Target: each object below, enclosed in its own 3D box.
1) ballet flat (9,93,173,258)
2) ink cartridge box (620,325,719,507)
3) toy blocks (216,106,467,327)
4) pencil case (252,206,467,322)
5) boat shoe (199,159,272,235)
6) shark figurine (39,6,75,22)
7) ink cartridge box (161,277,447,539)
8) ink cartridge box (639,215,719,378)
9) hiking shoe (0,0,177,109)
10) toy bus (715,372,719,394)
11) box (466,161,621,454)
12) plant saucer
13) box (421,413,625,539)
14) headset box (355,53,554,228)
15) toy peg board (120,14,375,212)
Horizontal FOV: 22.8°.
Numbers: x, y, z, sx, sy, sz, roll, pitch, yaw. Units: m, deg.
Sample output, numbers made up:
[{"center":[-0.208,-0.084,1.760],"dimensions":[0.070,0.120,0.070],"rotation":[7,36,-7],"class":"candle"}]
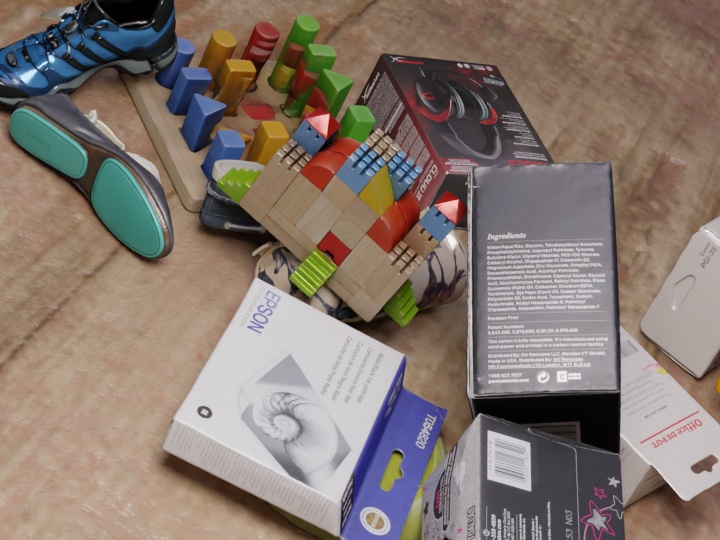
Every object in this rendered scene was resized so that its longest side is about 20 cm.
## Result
[{"center":[-0.220,-0.090,1.570],"dimensions":[0.200,0.073,0.073],"rotation":[40,39,17],"class":"ballet flat"},{"center":[0.237,0.136,1.600],"dimensions":[0.117,0.067,0.200],"rotation":[-19,57,-43],"class":"ink cartridge box"},{"center":[-0.005,-0.056,1.480],"dimensions":[0.200,0.137,0.100],"rotation":[42,44,1],"class":"toy blocks"},{"center":[0.000,0.000,1.595],"dimensions":[0.199,0.078,0.090],"rotation":[-9,60,-39],"class":"pencil case"},{"center":[-0.055,-0.051,1.630],"dimensions":[0.199,0.062,0.075],"rotation":[7,26,-39],"class":"boat shoe"},{"center":[-0.252,-0.275,1.757],"dimensions":[0.127,0.090,0.215],"rotation":[-20,42,-4],"class":"shark figurine"},{"center":[-0.033,0.115,1.426],"dimensions":[0.199,0.041,0.200],"rotation":[28,38,-2],"class":"ink cartridge box"},{"center":[0.383,0.003,1.778],"dimensions":[0.083,0.147,0.200],"rotation":[41,40,20],"class":"ink cartridge box"},{"center":[-0.258,-0.212,1.621],"dimensions":[0.199,0.087,0.075],"rotation":[-22,58,-26],"class":"hiking shoe"},{"center":[0.389,0.075,1.661],"dimensions":[0.065,0.201,0.078],"rotation":[-13,39,-43],"class":"toy bus"},{"center":[0.153,0.042,1.478],"dimensions":[0.123,0.200,0.198],"rotation":[-3,68,7],"class":"box"},{"center":[-0.009,0.140,1.471],"dimensions":[0.199,0.031,0.201],"rotation":[17,40,-15],"class":"plant saucer"},{"center":[0.120,0.233,1.361],"dimensions":[0.131,0.115,0.201],"rotation":[17,47,-15],"class":"box"},{"center":[0.103,-0.122,1.801],"dimensions":[0.148,0.075,0.201],"rotation":[2,45,-31],"class":"headset box"},{"center":[-0.097,-0.161,1.702],"dimensions":[0.198,0.098,0.200],"rotation":[-2,47,-34],"class":"toy peg board"}]
